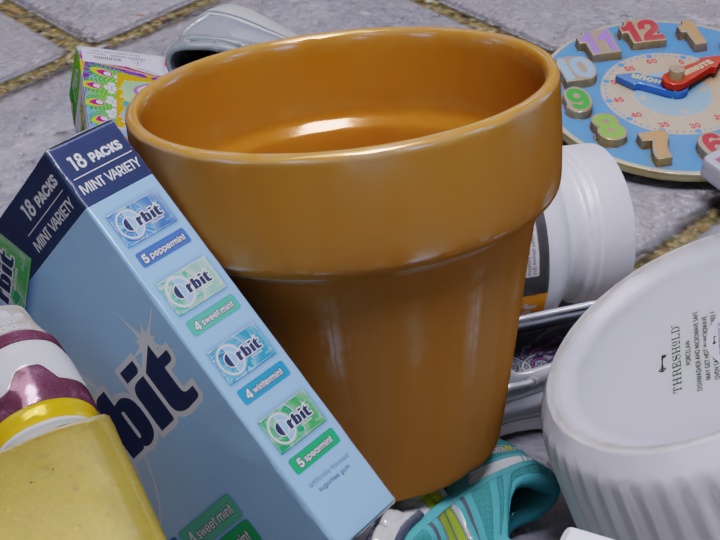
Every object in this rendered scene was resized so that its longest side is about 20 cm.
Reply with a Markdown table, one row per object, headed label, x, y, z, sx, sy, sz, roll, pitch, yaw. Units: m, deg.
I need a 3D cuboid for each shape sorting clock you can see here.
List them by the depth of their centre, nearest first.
| label | x | y | z | sx | sy | sz | roll | pitch | yaw |
| --- | --- | --- | --- | --- | --- | --- | --- | --- | --- |
| shape sorting clock | 0.227 | -0.129 | 1.129 | 0.197 | 0.040 | 0.201 | -1 | 36 | 1 |

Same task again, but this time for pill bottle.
| label | x | y | z | sx | sy | sz | roll | pitch | yaw |
| --- | --- | --- | --- | --- | --- | --- | --- | --- | --- |
| pill bottle | 0.052 | -0.015 | 0.908 | 0.197 | 0.118 | 0.117 | -9 | 36 | -17 |

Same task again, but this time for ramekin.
| label | x | y | z | sx | sy | sz | roll | pitch | yaw |
| --- | --- | --- | --- | --- | --- | --- | --- | --- | --- |
| ramekin | 0.179 | 0.068 | 0.737 | 0.198 | 0.106 | 0.201 | -26 | 25 | 13 |

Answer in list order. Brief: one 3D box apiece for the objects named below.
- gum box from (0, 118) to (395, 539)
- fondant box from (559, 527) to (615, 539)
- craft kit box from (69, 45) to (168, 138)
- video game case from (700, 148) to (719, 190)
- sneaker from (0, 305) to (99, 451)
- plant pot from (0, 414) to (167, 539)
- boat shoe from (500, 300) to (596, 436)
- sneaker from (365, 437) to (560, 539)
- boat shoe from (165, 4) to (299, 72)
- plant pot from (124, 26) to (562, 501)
| label | x | y | z | sx | sy | sz | roll | pitch | yaw |
| --- | --- | --- | --- | --- | --- | --- | --- | --- | --- |
| gum box | -0.099 | 0.063 | 0.690 | 0.201 | 0.170 | 0.044 | 52 | 46 | 4 |
| fondant box | 0.126 | 0.197 | 0.548 | 0.143 | 0.202 | 0.058 | 13 | 40 | 19 |
| craft kit box | -0.086 | -0.072 | 1.017 | 0.197 | 0.049 | 0.198 | 5 | 37 | -19 |
| video game case | 0.339 | -0.039 | 1.003 | 0.142 | 0.018 | 0.200 | -24 | 49 | -28 |
| sneaker | -0.152 | 0.106 | 0.681 | 0.074 | 0.201 | 0.091 | -6 | 47 | -31 |
| plant pot | -0.129 | 0.214 | 0.555 | 0.194 | 0.196 | 0.200 | -22 | 48 | -26 |
| boat shoe | 0.069 | 0.055 | 0.855 | 0.197 | 0.069 | 0.072 | -6 | 37 | -5 |
| sneaker | 0.041 | 0.144 | 0.736 | 0.079 | 0.078 | 0.200 | 20 | 41 | 13 |
| boat shoe | -0.037 | -0.109 | 1.003 | 0.199 | 0.071 | 0.072 | 24 | 43 | 19 |
| plant pot | 0.000 | 0.000 | 0.738 | 0.197 | 0.186 | 0.201 | -5 | 22 | 2 |
